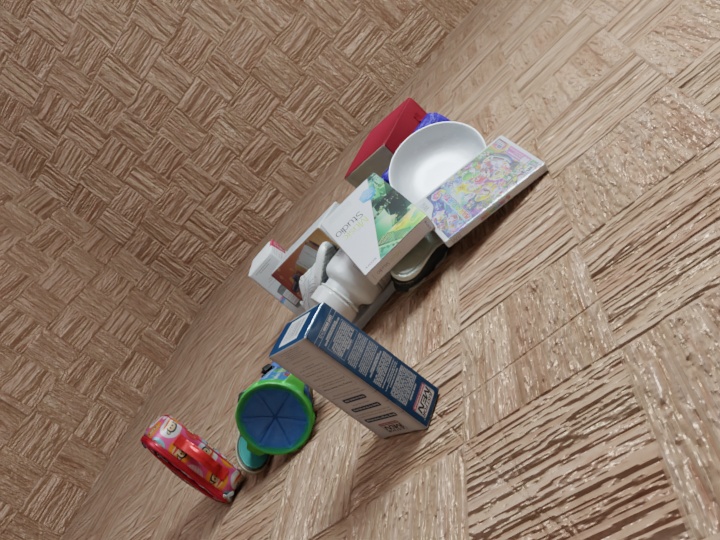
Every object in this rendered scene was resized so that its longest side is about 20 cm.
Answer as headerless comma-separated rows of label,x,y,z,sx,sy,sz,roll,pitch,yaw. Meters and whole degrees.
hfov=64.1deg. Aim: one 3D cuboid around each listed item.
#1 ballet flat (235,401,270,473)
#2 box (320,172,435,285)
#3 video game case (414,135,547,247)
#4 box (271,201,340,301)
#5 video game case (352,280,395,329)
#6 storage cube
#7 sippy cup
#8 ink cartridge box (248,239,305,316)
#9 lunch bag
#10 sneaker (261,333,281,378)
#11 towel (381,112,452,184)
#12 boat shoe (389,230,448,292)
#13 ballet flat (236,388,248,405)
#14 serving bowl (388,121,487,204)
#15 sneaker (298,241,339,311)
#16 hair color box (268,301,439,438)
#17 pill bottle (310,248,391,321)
ballet flat,-0.213,0.333,1.119,0.070,0.069,0.200,-47,27,14
box,0.024,-0.080,1.023,0.144,0.036,0.200,-44,42,2
video game case,0.196,-0.138,0.972,0.200,0.018,0.143,-39,36,6
box,-0.071,-0.020,1.253,0.200,0.152,0.107,-41,14,40
video game case,0.006,0.055,1.202,0.182,0.023,0.200,-50,16,5
storage cube,0.097,-0.261,1.379,0.200,0.171,0.180,-30,27,50
sippy cup,-0.141,0.237,1.035,0.177,0.140,0.130,-23,11,10
ink cartridge box,-0.174,0.029,1.430,0.086,0.200,0.148,-48,16,6
lunch bag,-0.319,0.360,1.105,0.082,0.200,0.176,-53,15,-27
sneaker,-0.172,0.204,1.256,0.111,0.077,0.200,-41,21,-6
towel,0.148,-0.228,1.218,0.201,0.147,0.050,-54,-15,-7
boat shoe,0.120,-0.043,1.023,0.200,0.075,0.061,-42,-29,-22
ballet flat,-0.236,0.299,1.269,0.069,0.068,0.200,-68,11,-22
serving bowl,0.160,-0.194,1.139,0.199,0.066,0.201,-11,61,21
sneaker,-0.089,0.024,1.178,0.074,0.087,0.201,-30,-37,-44
hair color box,-0.007,0.133,0.739,0.100,0.200,0.061,-31,25,49
pill bottle,0.000,0.000,1.092,0.200,0.114,0.114,-53,16,-9
